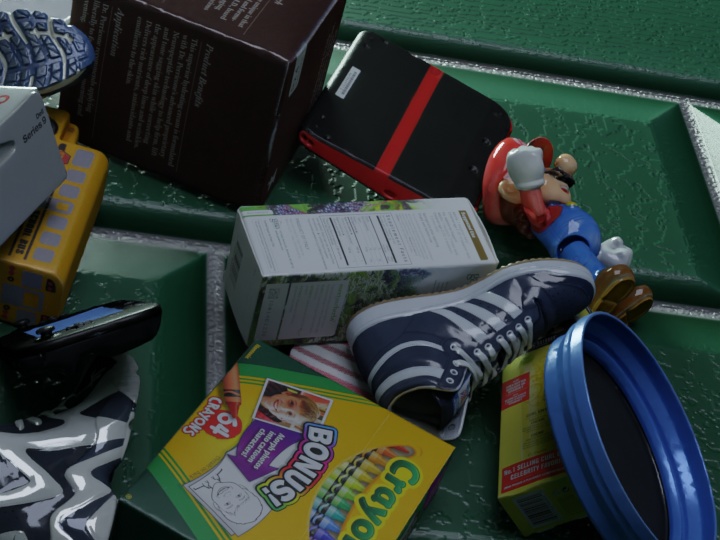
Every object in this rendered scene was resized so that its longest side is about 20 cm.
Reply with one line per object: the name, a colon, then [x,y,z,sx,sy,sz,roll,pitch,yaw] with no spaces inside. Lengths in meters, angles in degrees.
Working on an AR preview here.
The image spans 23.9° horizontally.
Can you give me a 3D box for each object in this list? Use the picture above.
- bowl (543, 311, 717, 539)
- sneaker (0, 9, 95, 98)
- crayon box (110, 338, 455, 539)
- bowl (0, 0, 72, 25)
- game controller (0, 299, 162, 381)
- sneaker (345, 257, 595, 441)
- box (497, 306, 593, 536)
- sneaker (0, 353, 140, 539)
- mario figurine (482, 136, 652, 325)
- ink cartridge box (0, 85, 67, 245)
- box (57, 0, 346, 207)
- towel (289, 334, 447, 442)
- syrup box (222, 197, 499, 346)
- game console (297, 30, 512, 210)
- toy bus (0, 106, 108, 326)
bowl: [0.199,0.131,1.258,0.201,0.039,0.202,43,32,-36]
sneaker: [-0.311,-0.156,1.416,0.198,0.085,0.078,-12,71,6]
crayon box: [-0.051,0.159,1.206,0.172,0.059,0.200,27,41,11]
bowl: [-0.326,-0.231,1.520,0.198,0.075,0.200,10,31,9]
game controller: [-0.201,0.044,1.206,0.104,0.200,0.042,-27,98,-15]
sneaker: [0.095,0.062,1.301,0.198,0.070,0.109,-14,45,-4]
box: [0.149,0.108,1.318,0.075,0.050,0.201,-21,35,24]
sneaker: [-0.228,0.119,1.172,0.129,0.080,0.200,16,48,-12]
mario figurine: [0.186,-0.050,1.488,0.105,0.124,0.200,-22,57,-22]
ink cartridge box: [-0.345,-0.071,1.281,0.199,0.085,0.146,6,39,27]
box: [-0.139,-0.188,1.489,0.199,0.167,0.165,22,39,5]
towel: [0.030,0.063,1.373,0.145,0.030,0.200,24,43,8]
syrup box: [0.000,0.000,1.349,0.198,0.079,0.082,-4,46,-21]
game console: [0.046,-0.129,1.573,0.176,0.031,0.200,28,40,-1]
toy bus: [-0.254,-0.047,1.365,0.078,0.065,0.201,14,40,-4]
